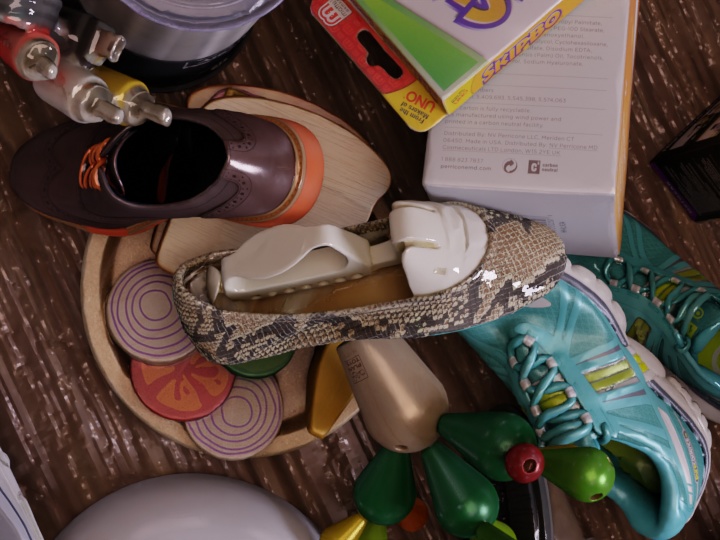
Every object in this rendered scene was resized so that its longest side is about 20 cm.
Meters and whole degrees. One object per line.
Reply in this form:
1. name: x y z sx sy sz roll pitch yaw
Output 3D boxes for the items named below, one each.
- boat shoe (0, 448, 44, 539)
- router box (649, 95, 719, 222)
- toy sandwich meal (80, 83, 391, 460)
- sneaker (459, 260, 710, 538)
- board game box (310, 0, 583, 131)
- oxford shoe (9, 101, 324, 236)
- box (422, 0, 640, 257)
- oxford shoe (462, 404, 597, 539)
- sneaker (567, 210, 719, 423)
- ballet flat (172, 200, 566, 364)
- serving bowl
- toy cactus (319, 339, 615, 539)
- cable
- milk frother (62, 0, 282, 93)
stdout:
1. boat shoe: -0.217 0.102 0.839 0.074 0.086 0.202 -40 67 -4
2. router box: 0.269 -0.113 0.891 0.200 0.149 0.051 -42 95 -8
3. toy sandwich meal: -0.056 0.003 0.869 0.203 0.070 0.207 0 89 -10
4. sneaker: 0.115 0.062 0.853 0.200 0.077 0.080 42 42 -13
5. board game box: 0.074 -0.165 0.781 0.200 0.030 0.096 -41 72 1
6. oxford shoe: -0.116 -0.057 0.806 0.072 0.199 0.072 8 82 -54
7. box: 0.097 -0.121 0.845 0.096 0.124 0.202 4 78 11
8. oxford shoe: 0.111 0.172 0.907 0.084 0.072 0.202 -10 86 -36
9. sneaker: 0.174 0.018 0.906 0.199 0.080 0.078 32 83 -7
10. ballet flat: 0.000 0.000 0.786 0.198 0.075 0.068 -11 54 11
11. serving bowl: -0.090 0.213 0.862 0.198 0.066 0.202 0 88 -11
12. toy cactus: 0.035 0.108 0.826 0.102 0.200 0.166 -32 91 -35
13. cable: -0.175 -0.113 0.784 0.097 0.199 0.051 25 87 -42
14. milk frother: -0.107 -0.211 0.802 0.200 0.188 0.181 38 79 -9
